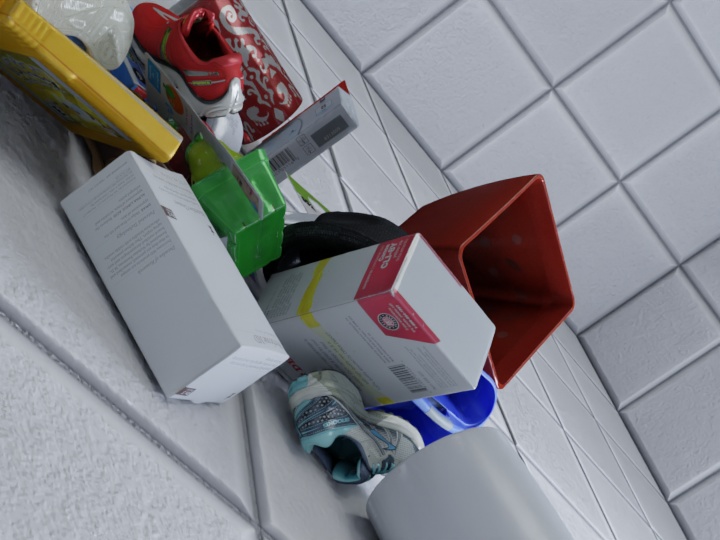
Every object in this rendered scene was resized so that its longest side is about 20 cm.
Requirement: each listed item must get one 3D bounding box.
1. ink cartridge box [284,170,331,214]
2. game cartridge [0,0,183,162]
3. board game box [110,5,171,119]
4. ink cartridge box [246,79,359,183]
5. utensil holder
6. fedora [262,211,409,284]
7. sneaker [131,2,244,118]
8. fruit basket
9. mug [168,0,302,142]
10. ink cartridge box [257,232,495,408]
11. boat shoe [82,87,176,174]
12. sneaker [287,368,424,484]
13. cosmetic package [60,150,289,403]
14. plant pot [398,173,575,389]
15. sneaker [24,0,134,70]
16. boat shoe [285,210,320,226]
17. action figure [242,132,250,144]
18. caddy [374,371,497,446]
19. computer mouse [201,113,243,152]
[{"bbox_3d":[-0.048,-0.005,1.507,0.148,0.076,0.200,39,17,-50],"label":"ink cartridge box"},{"bbox_3d":[-0.266,-0.170,1.030,0.176,0.032,0.200,20,-14,47],"label":"game cartridge"},{"bbox_3d":[-0.245,-0.215,1.372,0.196,0.056,0.200,37,21,-55],"label":"board game box"},{"bbox_3d":[-0.085,-0.204,1.705,0.047,0.160,0.200,50,12,-25],"label":"ink cartridge box"},{"bbox_3d":[0.119,0.273,1.153,0.170,0.170,0.200,35,21,-57],"label":"utensil holder"},{"bbox_3d":[0.000,0.000,1.294,0.201,0.200,0.092,49,44,-23],"label":"fedora"},{"bbox_3d":[-0.174,-0.237,1.265,0.077,0.085,0.200,-17,45,-34],"label":"sneaker"},{"bbox_3d":[-0.160,-0.090,1.209,0.200,0.094,0.185,45,-24,15],"label":"fruit basket"},{"bbox_3d":[-0.177,-0.291,1.679,0.200,0.133,0.178,53,13,-20],"label":"mug"},{"bbox_3d":[0.007,0.058,1.207,0.145,0.200,0.084,49,46,-29],"label":"ink cartridge box"},{"bbox_3d":[-0.232,-0.139,1.181,0.070,0.070,0.200,25,29,-57],"label":"boat shoe"},{"bbox_3d":[-0.003,0.181,1.210,0.200,0.078,0.086,38,35,-40],"label":"sneaker"},{"bbox_3d":[-0.155,0.009,1.031,0.200,0.081,0.113,56,10,15],"label":"cosmetic package"},{"bbox_3d":[0.131,0.008,1.551,0.200,0.176,0.200,-41,123,-40],"label":"plant pot"},{"bbox_3d":[-0.295,-0.243,1.133,0.111,0.077,0.200,21,5,15],"label":"sneaker"},{"bbox_3d":[-0.082,-0.026,1.354,0.200,0.072,0.071,9,75,-32],"label":"boat shoe"},{"bbox_3d":[-0.160,-0.141,1.481,0.052,0.066,0.200,0,37,-18],"label":"action figure"},{"bbox_3d":[0.071,0.139,1.406,0.200,0.141,0.105,41,12,-45],"label":"caddy"},{"bbox_3d":[-0.165,-0.185,1.331,0.110,0.044,0.200,43,13,-44],"label":"computer mouse"}]
